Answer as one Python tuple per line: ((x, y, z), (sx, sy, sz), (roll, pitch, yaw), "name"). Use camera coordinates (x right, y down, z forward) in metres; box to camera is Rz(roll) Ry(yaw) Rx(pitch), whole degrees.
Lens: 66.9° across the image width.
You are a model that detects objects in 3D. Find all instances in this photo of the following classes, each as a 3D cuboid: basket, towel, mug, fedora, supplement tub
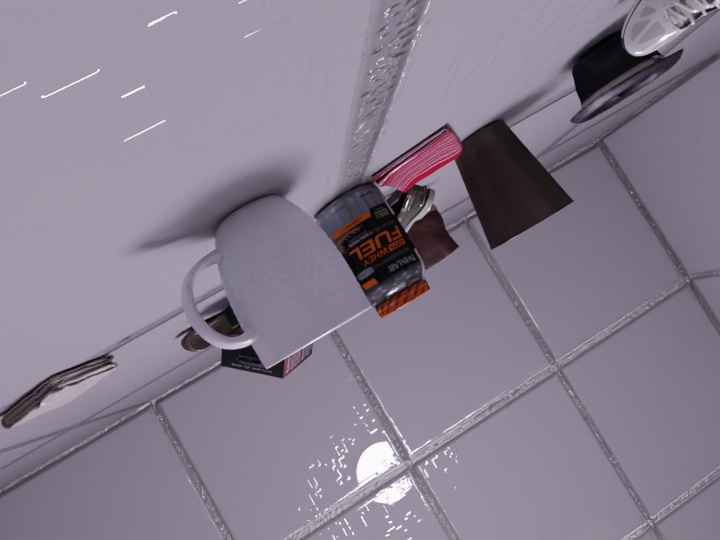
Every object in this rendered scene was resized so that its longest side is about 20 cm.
((0.275, -0.170, 1.037), (0.180, 0.200, 0.136), (-30, 177, -4), "basket")
((-0.548, 0.223, 0.998), (0.200, 0.035, 0.132), (-33, 175, 28), "towel")
((-0.112, 0.016, 0.648), (0.200, 0.176, 0.148), (-28, 175, -33), "mug")
((0.419, -0.330, 0.903), (0.200, 0.092, 0.201), (-31, 176, -2), "fedora")
((0.024, -0.031, 0.905), (0.122, 0.200, 0.123), (-31, 176, -2), "supplement tub")
((0.104, -0.182, 0.927), (0.144, 0.023, 0.200), (-33, 175, 16), "towel")

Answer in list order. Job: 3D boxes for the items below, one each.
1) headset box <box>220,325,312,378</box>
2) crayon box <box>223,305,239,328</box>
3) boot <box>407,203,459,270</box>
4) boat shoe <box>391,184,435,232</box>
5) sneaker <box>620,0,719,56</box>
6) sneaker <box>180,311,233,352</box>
((-0.205, 0.168, 1.210), (0.148, 0.075, 0.200), (8, -170, 12), "headset box")
((-0.217, 0.059, 1.280), (0.200, 0.051, 0.127), (-34, 172, 40), "crayon box")
((0.109, -0.069, 1.277), (0.200, 0.167, 0.072), (-32, 180, 12), "boot")
((0.086, -0.119, 1.163), (0.202, 0.060, 0.072), (-47, -156, 55), "boat shoe")
((0.399, -0.328, 0.643), (0.201, 0.076, 0.115), (-46, -165, 41), "sneaker")
((-0.347, 0.137, 1.336), (0.200, 0.071, 0.075), (-23, -169, -41), "sneaker")
